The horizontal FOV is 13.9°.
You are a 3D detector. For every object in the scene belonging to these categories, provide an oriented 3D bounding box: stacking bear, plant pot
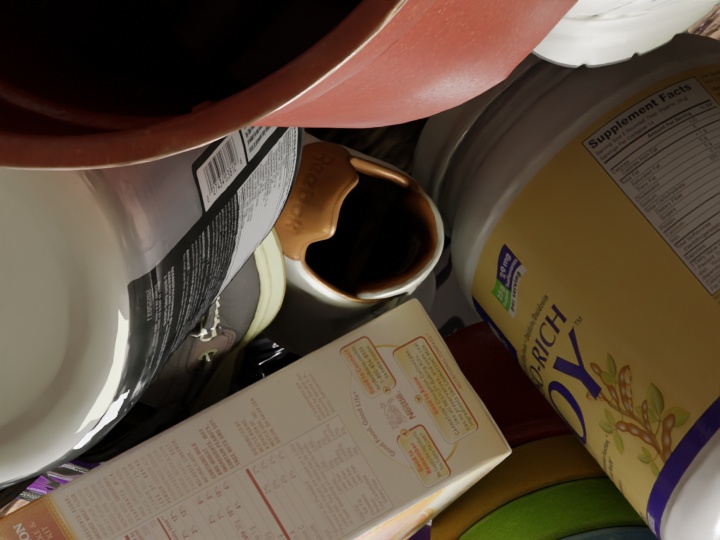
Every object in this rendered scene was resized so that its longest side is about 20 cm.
[{"bbox_3d":[0.074,0.109,1.179,0.121,0.200,0.114,-9,144,-17],"label":"stacking bear"},{"bbox_3d":[-0.030,-0.117,0.706,0.201,0.201,0.195,-30,169,15],"label":"plant pot"}]

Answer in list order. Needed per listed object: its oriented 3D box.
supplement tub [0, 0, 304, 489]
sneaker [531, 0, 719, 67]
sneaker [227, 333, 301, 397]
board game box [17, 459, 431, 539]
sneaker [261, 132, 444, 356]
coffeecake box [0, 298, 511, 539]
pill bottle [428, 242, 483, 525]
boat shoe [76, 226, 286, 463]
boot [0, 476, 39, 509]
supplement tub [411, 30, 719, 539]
[{"bbox_3d":[-0.088,-0.029,0.847,0.122,0.123,0.200,-34,-170,24],"label":"supplement tub"},{"bbox_3d":[0.143,-0.133,1.033,0.200,0.075,0.087,-21,156,-12],"label":"sneaker"},{"bbox_3d":[-0.027,0.044,1.258,0.076,0.088,0.200,-22,160,-7],"label":"sneaker"},{"bbox_3d":[-0.052,0.108,1.280,0.200,0.032,0.120,19,168,-11],"label":"board game box"},{"bbox_3d":[0.000,0.000,1.136,0.073,0.085,0.200,-66,154,-6],"label":"sneaker"},{"bbox_3d":[-0.064,0.106,1.113,0.200,0.073,0.154,-27,171,-30],"label":"coffeecake box"},{"bbox_3d":[0.069,0.037,1.321,0.111,0.111,0.200,-8,155,-41],"label":"pill bottle"},{"bbox_3d":[-0.078,0.019,1.076,0.066,0.072,0.201,-46,170,-24],"label":"boat shoe"},{"bbox_3d":[-0.202,0.057,1.106,0.203,0.074,0.154,-24,158,-7],"label":"boot"},{"bbox_3d":[0.125,0.002,1.128,0.145,0.200,0.145,-30,152,-17],"label":"supplement tub"}]
